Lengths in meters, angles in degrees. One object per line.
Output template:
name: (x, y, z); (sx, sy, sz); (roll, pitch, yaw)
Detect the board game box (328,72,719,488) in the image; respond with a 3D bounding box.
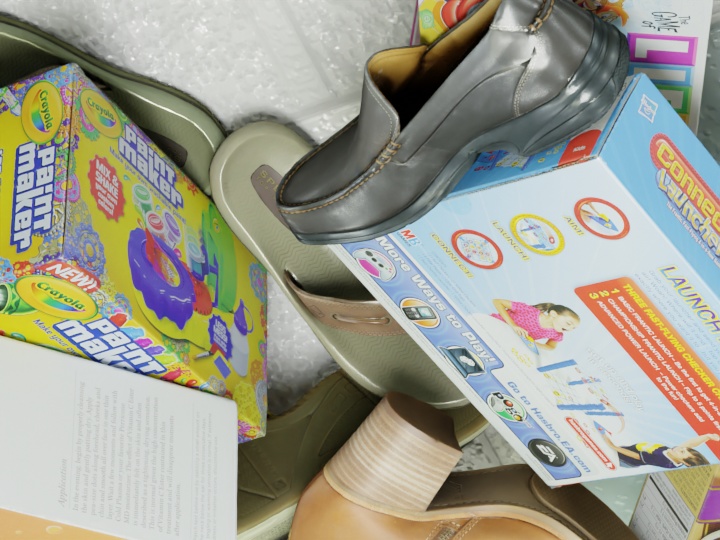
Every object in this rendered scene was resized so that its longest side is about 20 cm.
board game box: (0.112, 0.012, 1.189); (0.195, 0.056, 0.200); (-13, 127, 48)

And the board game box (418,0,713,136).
board game box: (0.095, -0.104, 1.158); (0.133, 0.034, 0.200); (2, 150, 5)

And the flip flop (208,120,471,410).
flip flop: (0.000, 0.000, 1.318); (0.081, 0.058, 0.200); (-45, 104, -10)

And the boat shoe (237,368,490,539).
boat shoe: (-0.013, 0.105, 1.363); (0.200, 0.072, 0.066); (-25, 151, -20)

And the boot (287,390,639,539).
boot: (0.051, 0.173, 1.307); (0.199, 0.077, 0.156); (28, 109, -14)

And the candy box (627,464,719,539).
candy box: (0.220, 0.102, 1.321); (0.116, 0.057, 0.201); (-6, 131, -25)

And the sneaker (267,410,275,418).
sneaker: (-0.088, 0.097, 1.412); (0.198, 0.073, 0.078); (10, 117, 4)

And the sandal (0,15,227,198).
sandal: (-0.168, -0.081, 1.318); (0.199, 0.058, 0.080); (16, 127, 1)

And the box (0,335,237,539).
box: (-0.177, 0.109, 1.246); (0.199, 0.098, 0.124); (17, 143, -26)

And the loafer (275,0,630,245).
loafer: (0.027, -0.076, 1.125); (0.199, 0.073, 0.072); (-30, 125, 34)

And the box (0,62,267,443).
box: (-0.179, 0.016, 1.305); (0.191, 0.123, 0.200); (-18, 143, 23)

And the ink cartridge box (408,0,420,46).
ink cartridge box: (0.075, -0.131, 1.186); (0.094, 0.037, 0.200); (6, 148, -1)
